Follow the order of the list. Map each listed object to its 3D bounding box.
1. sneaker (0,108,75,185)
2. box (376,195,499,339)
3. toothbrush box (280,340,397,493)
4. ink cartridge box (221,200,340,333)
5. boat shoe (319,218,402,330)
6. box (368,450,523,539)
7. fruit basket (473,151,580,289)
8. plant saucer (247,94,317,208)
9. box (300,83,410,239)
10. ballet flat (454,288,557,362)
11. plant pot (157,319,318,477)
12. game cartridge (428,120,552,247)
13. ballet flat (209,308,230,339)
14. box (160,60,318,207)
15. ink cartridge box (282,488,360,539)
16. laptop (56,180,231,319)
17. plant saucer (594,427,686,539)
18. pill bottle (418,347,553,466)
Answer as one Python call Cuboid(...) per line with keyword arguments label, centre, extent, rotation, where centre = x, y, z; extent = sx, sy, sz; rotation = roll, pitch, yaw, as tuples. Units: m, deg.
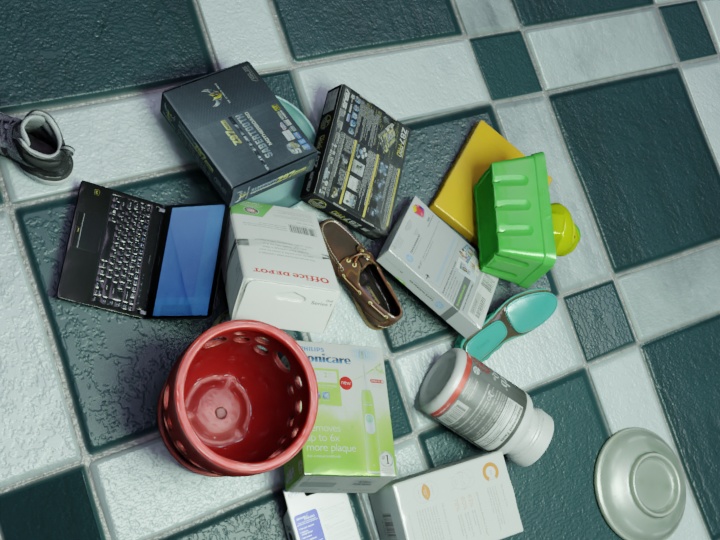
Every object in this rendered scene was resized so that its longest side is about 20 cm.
Cuboid(label="sneaker", centre=(-0.483, -0.192, 1.284), extent=(0.198, 0.114, 0.076), rotation=(25, 66, -17))
Cuboid(label="box", centre=(0.131, -0.006, 1.530), extent=(0.200, 0.041, 0.157), rotation=(41, 41, -11))
Cuboid(label="toothbrush box", centre=(-0.037, 0.215, 1.372), extent=(0.144, 0.086, 0.202), rotation=(7, 58, -22))
Cuboid(label="ink cartridge box", centre=(-0.124, -0.008, 1.359), extent=(0.144, 0.085, 0.201), rotation=(9, 35, -21))
Cuboid(label="boat shoe", centre=(0.000, 0.000, 1.481), extent=(0.070, 0.070, 0.201), rotation=(-37, 92, -27))
Cuboid(label="box", centre=(0.129, 0.363, 1.424), extent=(0.198, 0.097, 0.126), rotation=(-10, 80, -26))
Cuboid(label="fruit basket", centre=(0.298, -0.078, 1.572), extent=(0.212, 0.156, 0.219), rotation=(5, 68, -12))
Cuboid(label="plant saucer", centre=(-0.158, -0.182, 1.477), extent=(0.197, 0.036, 0.203), rotation=(7, 72, -23))
Cuboid(label="box", centre=(-0.004, -0.175, 1.517), extent=(0.160, 0.049, 0.203), rotation=(26, 66, -33))
Cuboid(label="ballet flat", centre=(0.235, 0.088, 1.560), extent=(0.199, 0.070, 0.068), rotation=(-31, 101, -17))
Cuboid(label="plant pot", centre=(-0.177, 0.181, 1.283), extent=(0.198, 0.182, 0.203), rotation=(6, 74, -23))
Cuboid(label="game cartridge", centre=(0.231, -0.136, 1.650), extent=(0.176, 0.032, 0.201), rotation=(37, 66, -12))
Cuboid(label="ballet flat", centre=(-0.135, 0.064, 1.399), extent=(0.198, 0.071, 0.070), rotation=(-23, 89, -28))
Cuboid(label="box", centre=(-0.182, -0.207, 1.397), extent=(0.157, 0.051, 0.201), rotation=(-27, 69, -29))
Cuboid(label="ink cartridge box", centre=(-0.049, 0.402, 1.364), extent=(0.098, 0.039, 0.203), rotation=(-12, 83, -28))
Cuboid(label="laptop", centre=(-0.304, -0.031, 1.327), extent=(0.198, 0.103, 0.180), rotation=(17, 68, -27))
Cuboid(label="plant saucer", centre=(0.497, 0.371, 1.620), extent=(0.198, 0.050, 0.203), rotation=(7, 74, -24))
Cuboid(label="pill bottle", centre=(0.200, 0.221, 1.486), extent=(0.199, 0.116, 0.117), rotation=(34, 64, -13))
